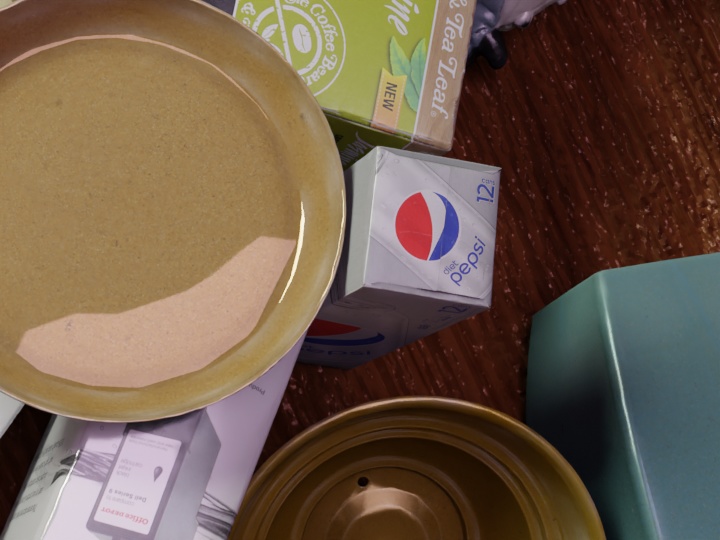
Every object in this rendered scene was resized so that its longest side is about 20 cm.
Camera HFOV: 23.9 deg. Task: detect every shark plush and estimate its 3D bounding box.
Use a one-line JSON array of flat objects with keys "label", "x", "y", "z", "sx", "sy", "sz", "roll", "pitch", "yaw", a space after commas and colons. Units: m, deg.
[{"label": "shark plush", "x": 0.092, "y": -0.185, "z": 0.993, "sx": 0.091, "sy": 0.083, "sz": 0.200, "roll": 15, "pitch": 101, "yaw": -57}]

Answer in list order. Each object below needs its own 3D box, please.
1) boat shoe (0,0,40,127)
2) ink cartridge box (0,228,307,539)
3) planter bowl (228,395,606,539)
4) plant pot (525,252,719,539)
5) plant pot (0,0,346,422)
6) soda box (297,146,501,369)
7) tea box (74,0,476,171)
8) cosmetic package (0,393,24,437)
[{"label": "boat shoe", "x": -0.199, "y": -0.133, "z": 0.832, "sx": 0.064, "sy": 0.071, "sz": 0.200, "roll": -6, "pitch": 46, "yaw": -14}, {"label": "ink cartridge box", "x": -0.109, "y": 0.098, "z": 0.808, "sx": 0.084, "sy": 0.146, "sz": 0.200, "roll": 25, "pitch": 72, "yaw": -13}, {"label": "planter bowl", "x": 0.018, "y": 0.152, "z": 0.859, "sx": 0.200, "sy": 0.083, "sz": 0.201, "roll": -1, "pitch": 98, "yaw": -10}, {"label": "plant pot", "x": 0.173, "y": 0.100, "z": 0.915, "sx": 0.141, "sy": 0.141, "sz": 0.200, "roll": -8, "pitch": 76, "yaw": -21}, {"label": "plant pot", "x": -0.107, "y": -0.029, "z": 0.748, "sx": 0.200, "sy": 0.027, "sz": 0.200, "roll": 3, "pitch": 73, "yaw": -12}, {"label": "soda box", "x": 0.000, "y": 0.000, "z": 0.838, "sx": 0.063, "sy": 0.200, "sz": 0.068, "roll": 10, "pitch": 76, "yaw": -18}, {"label": "tea box", "x": -0.048, "y": -0.162, "z": 0.893, "sx": 0.196, "sy": 0.134, "sz": 0.200, "roll": 15, "pitch": 73, "yaw": -18}, {"label": "cosmetic package", "x": -0.206, "y": 0.038, "z": 0.827, "sx": 0.101, "sy": 0.071, "sz": 0.200, "roll": 36, "pitch": 69, "yaw": -9}]
